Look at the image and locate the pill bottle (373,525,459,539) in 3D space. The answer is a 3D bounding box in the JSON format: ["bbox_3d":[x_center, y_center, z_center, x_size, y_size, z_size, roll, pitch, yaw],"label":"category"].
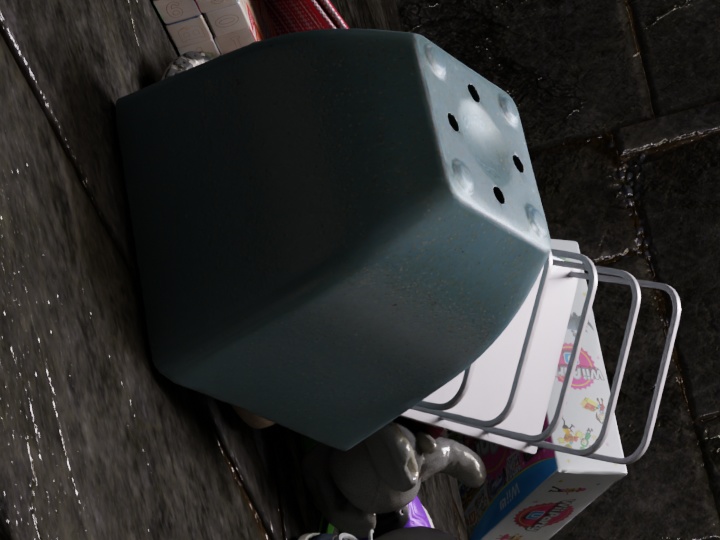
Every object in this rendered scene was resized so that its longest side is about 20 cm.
[{"bbox_3d":[0.060,0.299,1.757,0.200,0.114,0.115,68,10,-48],"label":"pill bottle"}]

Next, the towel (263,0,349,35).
[{"bbox_3d":[-0.066,-0.213,1.758,0.145,0.022,0.200,53,-11,-15],"label":"towel"}]

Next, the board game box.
[{"bbox_3d":[0.125,0.096,1.714,0.148,0.064,0.201,-51,-138,50],"label":"board game box"}]

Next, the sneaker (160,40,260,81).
[{"bbox_3d":[-0.092,-0.103,1.559,0.074,0.085,0.200,36,21,14],"label":"sneaker"}]

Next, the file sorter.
[{"bbox_3d":[0.103,0.045,1.493,0.200,0.124,0.139,19,83,-42],"label":"file sorter"}]

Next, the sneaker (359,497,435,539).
[{"bbox_3d":[0.003,0.172,1.817,0.100,0.069,0.201,29,42,-72],"label":"sneaker"}]

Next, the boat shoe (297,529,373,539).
[{"bbox_3d":[-0.015,0.220,1.526,0.200,0.062,0.075,-40,115,-83],"label":"boat shoe"}]

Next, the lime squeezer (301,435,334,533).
[{"bbox_3d":[-0.035,0.144,1.705,0.071,0.038,0.201,19,49,-42],"label":"lime squeezer"}]

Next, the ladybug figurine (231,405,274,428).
[{"bbox_3d":[-0.066,0.014,1.520,0.136,0.072,0.200,66,11,-51],"label":"ladybug figurine"}]

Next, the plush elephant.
[{"bbox_3d":[0.028,0.106,1.618,0.165,0.199,0.155,139,-59,-65],"label":"plush elephant"}]

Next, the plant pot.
[{"bbox_3d":[-0.002,-0.035,1.353,0.196,0.200,0.196,27,44,-49],"label":"plant pot"}]

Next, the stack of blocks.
[{"bbox_3d":[-0.102,-0.173,1.691,0.200,0.058,0.115,65,11,-56],"label":"stack of blocks"}]
